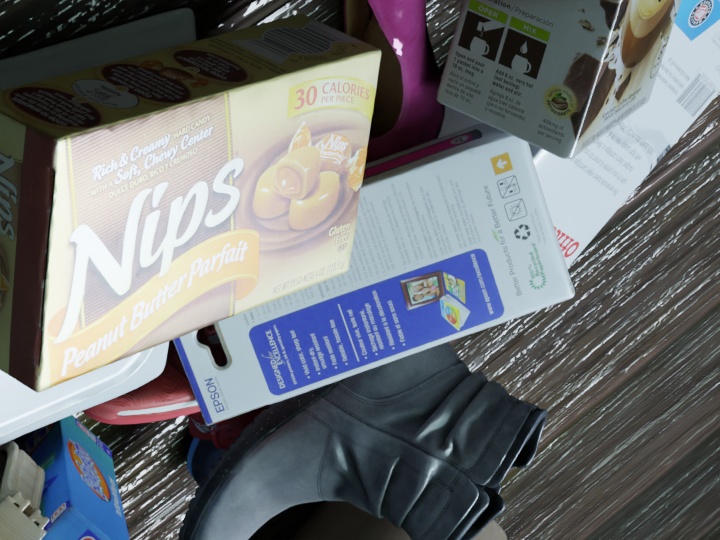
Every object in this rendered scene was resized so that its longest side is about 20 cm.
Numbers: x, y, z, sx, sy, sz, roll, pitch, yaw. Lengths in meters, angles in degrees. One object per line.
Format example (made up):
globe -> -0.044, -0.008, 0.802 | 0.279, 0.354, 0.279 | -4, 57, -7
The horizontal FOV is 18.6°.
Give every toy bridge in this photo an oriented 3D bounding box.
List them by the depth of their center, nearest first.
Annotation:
toy bridge -> -0.183, 0.112, 1.037 | 0.067, 0.027, 0.200 | -51, -165, -20

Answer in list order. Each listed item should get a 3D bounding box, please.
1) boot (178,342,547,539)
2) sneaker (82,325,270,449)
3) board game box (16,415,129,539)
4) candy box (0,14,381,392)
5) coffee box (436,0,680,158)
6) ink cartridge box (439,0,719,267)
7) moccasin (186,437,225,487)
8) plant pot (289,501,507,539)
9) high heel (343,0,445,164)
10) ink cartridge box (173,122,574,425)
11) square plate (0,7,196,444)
boot -> -0.001, 0.118, 1.191 | 0.200, 0.132, 0.070 | -51, 170, 18
sneaker -> -0.085, 0.068, 1.186 | 0.199, 0.078, 0.116 | -18, 143, -44
board game box -> -0.181, 0.153, 1.068 | 0.152, 0.045, 0.200 | -47, -166, 0
candy box -> -0.080, -0.034, 0.959 | 0.199, 0.055, 0.116 | -20, 127, -45
coffee box -> 0.116, -0.170, 1.055 | 0.113, 0.079, 0.201 | -36, 145, -56
ink cartridge box -> 0.129, -0.107, 1.245 | 0.200, 0.086, 0.146 | -48, 156, 8
moccasin -> -0.017, 0.066, 1.296 | 0.200, 0.068, 0.080 | -45, 150, 0
plant pot -> 0.013, 0.228, 1.489 | 0.175, 0.199, 0.200 | -58, 159, -15
high heel -> -0.003, -0.109, 1.066 | 0.096, 0.067, 0.201 | -18, 136, -37
ink cartridge box -> 0.000, 0.000, 1.097 | 0.199, 0.037, 0.095 | -20, 112, -1
square plate -> -0.147, -0.002, 0.971 | 0.199, 0.028, 0.199 | -24, 133, -44
